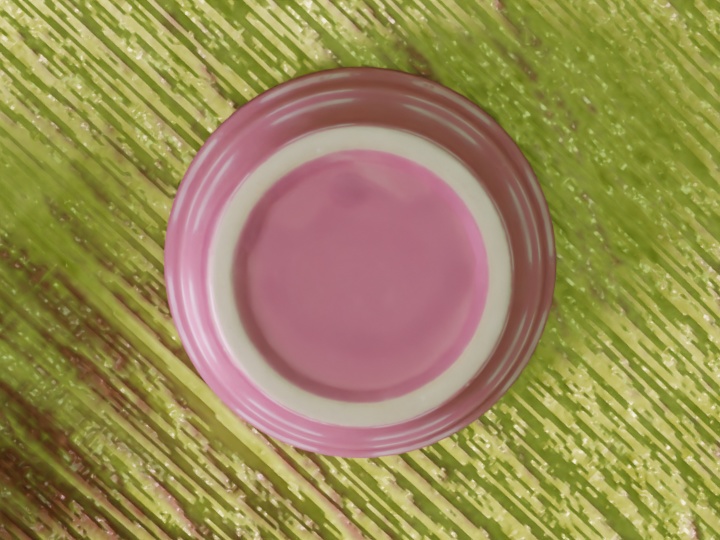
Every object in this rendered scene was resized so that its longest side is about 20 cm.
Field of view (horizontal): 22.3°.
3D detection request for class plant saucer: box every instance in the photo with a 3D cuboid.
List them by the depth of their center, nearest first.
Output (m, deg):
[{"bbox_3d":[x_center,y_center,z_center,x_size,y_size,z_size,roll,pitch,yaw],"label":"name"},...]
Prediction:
[{"bbox_3d":[0.000,0.000,0.915,0.199,0.051,0.202,0,100,0],"label":"plant saucer"}]
